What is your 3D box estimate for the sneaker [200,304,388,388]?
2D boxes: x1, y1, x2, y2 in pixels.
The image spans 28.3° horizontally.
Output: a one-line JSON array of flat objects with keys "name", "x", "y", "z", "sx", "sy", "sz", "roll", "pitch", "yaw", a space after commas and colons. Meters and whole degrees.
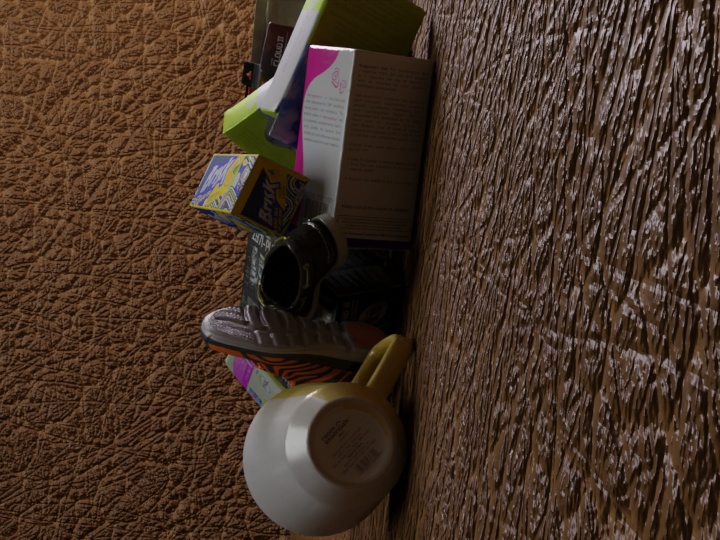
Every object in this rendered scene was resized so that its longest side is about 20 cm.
[{"name": "sneaker", "x": -0.072, "y": 0.105, "z": 1.451, "sx": 0.078, "sy": 0.199, "sz": 0.112, "roll": -104, "pitch": 28, "yaw": -58}]

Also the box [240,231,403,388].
[{"name": "box", "x": -0.050, "y": 0.046, "z": 1.593, "sx": 0.200, "sy": 0.086, "sz": 0.164, "roll": 41, "pitch": 131, "yaw": 47}]

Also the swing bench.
[{"name": "swing bench", "x": -0.041, "y": -0.322, "z": 1.897, "sx": 0.200, "sy": 0.198, "sz": 0.130, "roll": -94, "pitch": 11, "yaw": -72}]

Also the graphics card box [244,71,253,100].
[{"name": "graphics card box", "x": -0.052, "y": -0.237, "z": 1.908, "sx": 0.125, "sy": 0.199, "sz": 0.051, "roll": -98, "pitch": 15, "yaw": -79}]

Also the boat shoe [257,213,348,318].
[{"name": "boat shoe", "x": -0.075, "y": 0.009, "z": 1.470, "sx": 0.072, "sy": 0.060, "sz": 0.201, "roll": 56, "pitch": 149, "yaw": 14}]

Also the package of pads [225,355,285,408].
[{"name": "package of pads", "x": -0.084, "y": 0.153, "z": 1.816, "sx": 0.068, "sy": 0.200, "sz": 0.155, "roll": -39, "pitch": -8, "yaw": -20}]

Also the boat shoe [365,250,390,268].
[{"name": "boat shoe", "x": -0.003, "y": -0.001, "z": 1.715, "sx": 0.200, "sy": 0.073, "sz": 0.068, "roll": -78, "pitch": 7, "yaw": -48}]

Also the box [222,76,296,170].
[{"name": "box", "x": -0.050, "y": -0.191, "z": 1.678, "sx": 0.200, "sy": 0.122, "sz": 0.048, "roll": -32, "pitch": 38, "yaw": 29}]

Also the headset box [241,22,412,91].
[{"name": "headset box", "x": -0.048, "y": -0.221, "z": 1.767, "sx": 0.149, "sy": 0.199, "sz": 0.077, "roll": 109, "pitch": 171, "yaw": -62}]

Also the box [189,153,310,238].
[{"name": "box", "x": -0.122, "y": -0.082, "z": 1.530, "sx": 0.070, "sy": 0.064, "sz": 0.200, "roll": -65, "pitch": 18, "yaw": -4}]

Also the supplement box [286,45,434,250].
[{"name": "supplement box", "x": -0.002, "y": -0.129, "z": 1.492, "sx": 0.101, "sy": 0.103, "sz": 0.201, "roll": 21, "pitch": 107, "yaw": 58}]

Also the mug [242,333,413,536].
[{"name": "mug", "x": -0.026, "y": 0.152, "z": 1.344, "sx": 0.153, "sy": 0.149, "sz": 0.187, "roll": 136, "pitch": 135, "yaw": -71}]

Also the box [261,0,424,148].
[{"name": "box", "x": -0.023, "y": -0.218, "z": 1.555, "sx": 0.048, "sy": 0.122, "sz": 0.200, "roll": 21, "pitch": 87, "yaw": 58}]
